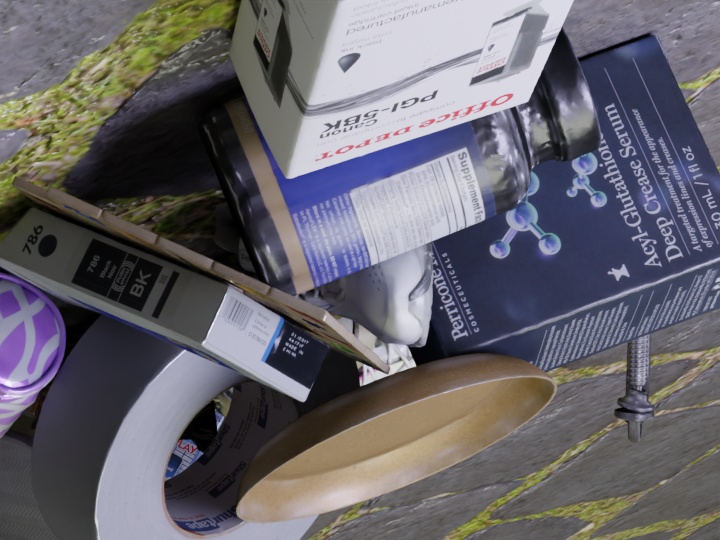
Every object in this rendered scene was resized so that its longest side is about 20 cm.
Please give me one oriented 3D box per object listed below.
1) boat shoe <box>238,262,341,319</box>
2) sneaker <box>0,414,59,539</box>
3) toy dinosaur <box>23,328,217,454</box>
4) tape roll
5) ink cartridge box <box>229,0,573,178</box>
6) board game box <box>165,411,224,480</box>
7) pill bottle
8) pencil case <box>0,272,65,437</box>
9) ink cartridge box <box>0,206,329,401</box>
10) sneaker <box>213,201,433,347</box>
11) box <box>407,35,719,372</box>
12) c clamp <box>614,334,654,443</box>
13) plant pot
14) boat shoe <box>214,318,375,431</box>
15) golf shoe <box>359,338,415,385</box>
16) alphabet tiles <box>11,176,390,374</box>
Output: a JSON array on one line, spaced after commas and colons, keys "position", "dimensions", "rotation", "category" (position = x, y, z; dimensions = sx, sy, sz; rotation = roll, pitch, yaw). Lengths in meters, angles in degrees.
[{"position": [0.000, 0.000, 1.813], "dimensions": [0.199, 0.063, 0.073], "rotation": [-22, 164, -12], "category": "boat shoe"}, {"position": [-0.202, 0.125, 1.833], "dimensions": [0.200, 0.074, 0.115], "rotation": [13, -165, 42], "category": "sneaker"}, {"position": [-0.161, 0.065, 1.810], "dimensions": [0.135, 0.103, 0.200], "rotation": [-8, -163, 0], "category": "toy dinosaur"}, {"position": [-0.095, 0.097, 1.713], "dimensions": [0.200, 0.066, 0.201], "rotation": [-26, 131, -34], "category": "tape roll"}, {"position": [0.025, -0.138, 1.415], "dimensions": [0.146, 0.083, 0.200], "rotation": [-19, 162, -15], "category": "ink cartridge box"}, {"position": [-0.163, 0.170, 1.960], "dimensions": [0.200, 0.062, 0.200], "rotation": [-60, 180, -1], "category": "board game box"}, {"position": [0.023, -0.069, 1.566], "dimensions": [0.199, 0.112, 0.112], "rotation": [-22, 163, -4], "category": "pill bottle"}, {"position": [-0.245, 0.078, 1.708], "dimensions": [0.200, 0.084, 0.086], "rotation": [-48, -166, 48], "category": "pencil case"}, {"position": [-0.119, 0.012, 1.579], "dimensions": [0.099, 0.200, 0.039], "rotation": [32, 80, -51], "category": "ink cartridge box"}, {"position": [-0.020, 0.000, 1.655], "dimensions": [0.087, 0.075, 0.200], "rotation": [-3, -167, -25], "category": "sneaker"}, {"position": [0.111, -0.028, 1.734], "dimensions": [0.199, 0.149, 0.107], "rotation": [-20, 162, -9], "category": "box"}, {"position": [0.186, 0.025, 1.959], "dimensions": [0.027, 0.201, 0.171], "rotation": [1, -168, 4], "category": "c clamp"}, {"position": [0.017, 0.093, 1.679], "dimensions": [0.199, 0.028, 0.200], "rotation": [-20, 163, -6], "category": "plant pot"}, {"position": [-0.068, 0.064, 1.928], "dimensions": [0.068, 0.075, 0.200], "rotation": [6, 148, -31], "category": "boat shoe"}, {"position": [0.019, 0.061, 1.990], "dimensions": [0.200, 0.075, 0.091], "rotation": [-31, 170, 21], "category": "golf shoe"}, {"position": [-0.087, 0.001, 1.559], "dimensions": [0.008, 0.200, 0.167], "rotation": [-64, 165, -5], "category": "alphabet tiles"}]
